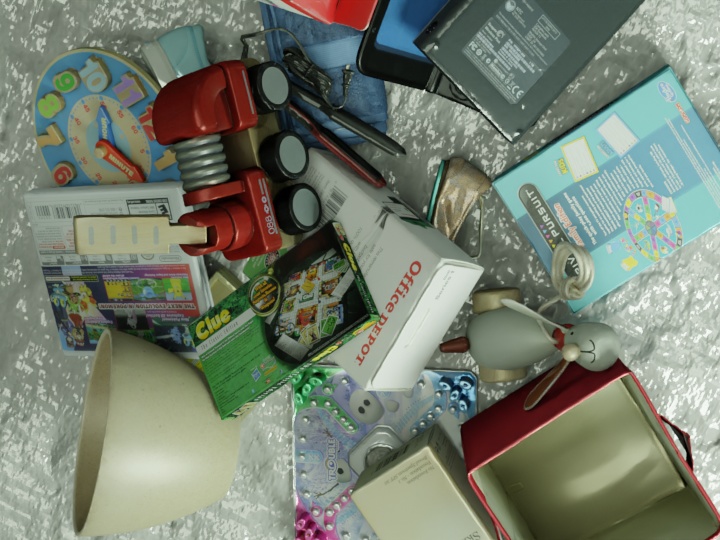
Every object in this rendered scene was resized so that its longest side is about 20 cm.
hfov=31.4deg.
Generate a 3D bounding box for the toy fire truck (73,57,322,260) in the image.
[{"bbox_3d":[-0.157,-0.088,1.162,0.127,0.199,0.179,-9,97,41],"label":"toy fire truck"}]

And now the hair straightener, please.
[{"bbox_3d":[-0.034,-0.169,1.224,0.199,0.041,0.077,40,107,6],"label":"hair straightener"}]

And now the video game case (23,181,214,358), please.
[{"bbox_3d":[-0.243,0.002,1.312,0.197,0.023,0.185,-1,111,26],"label":"video game case"}]

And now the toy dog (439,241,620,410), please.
[{"bbox_3d":[0.147,0.065,1.209,0.095,0.200,0.134,-12,76,-27],"label":"toy dog"}]

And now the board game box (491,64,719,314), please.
[{"bbox_3d":[0.249,-0.077,1.228,0.198,0.047,0.152,-32,94,15],"label":"board game box"}]

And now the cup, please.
[{"bbox_3d":[-0.200,0.169,1.277,0.141,0.200,0.203,10,105,-18],"label":"cup"}]

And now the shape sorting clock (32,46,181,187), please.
[{"bbox_3d":[-0.253,-0.125,1.290,0.197,0.039,0.203,12,119,22],"label":"shape sorting clock"}]

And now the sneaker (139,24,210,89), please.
[{"bbox_3d":[-0.139,-0.151,1.277,0.081,0.074,0.202,-30,107,-7],"label":"sneaker"}]

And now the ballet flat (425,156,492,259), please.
[{"bbox_3d":[0.082,-0.009,1.265,0.066,0.068,0.203,18,106,-1],"label":"ballet flat"}]

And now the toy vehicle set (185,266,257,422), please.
[{"bbox_3d":[-0.164,0.111,1.355,0.124,0.027,0.200,42,106,0],"label":"toy vehicle set"}]

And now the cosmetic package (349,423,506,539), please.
[{"bbox_3d":[0.088,0.270,1.289,0.103,0.073,0.201,-34,92,15],"label":"cosmetic package"}]

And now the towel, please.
[{"bbox_3d":[-0.037,-0.222,1.253,0.110,0.049,0.204,-7,99,11],"label":"towel"}]

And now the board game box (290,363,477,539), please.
[{"bbox_3d":[0.023,0.202,1.338,0.196,0.026,0.204,2,102,10],"label":"board game box"}]

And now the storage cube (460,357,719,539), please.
[{"bbox_3d":[0.211,0.193,1.209,0.198,0.180,0.172,-32,94,5],"label":"storage cube"}]

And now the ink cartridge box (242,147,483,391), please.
[{"bbox_3d":[0.000,0.000,1.227,0.200,0.084,0.147,42,109,32],"label":"ink cartridge box"}]

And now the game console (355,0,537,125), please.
[{"bbox_3d":[0.114,-0.248,1.183,0.174,0.116,0.203,23,105,7],"label":"game console"}]

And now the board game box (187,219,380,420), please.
[{"bbox_3d":[-0.076,0.049,1.210,0.199,0.023,0.106,-34,70,28],"label":"board game box"}]

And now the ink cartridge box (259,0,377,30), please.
[{"bbox_3d":[-0.065,-0.300,1.160,0.198,0.067,0.118,24,95,35],"label":"ink cartridge box"}]

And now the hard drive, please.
[{"bbox_3d":[0.162,-0.236,1.175,0.139,0.033,0.200,40,95,-26],"label":"hard drive"}]
